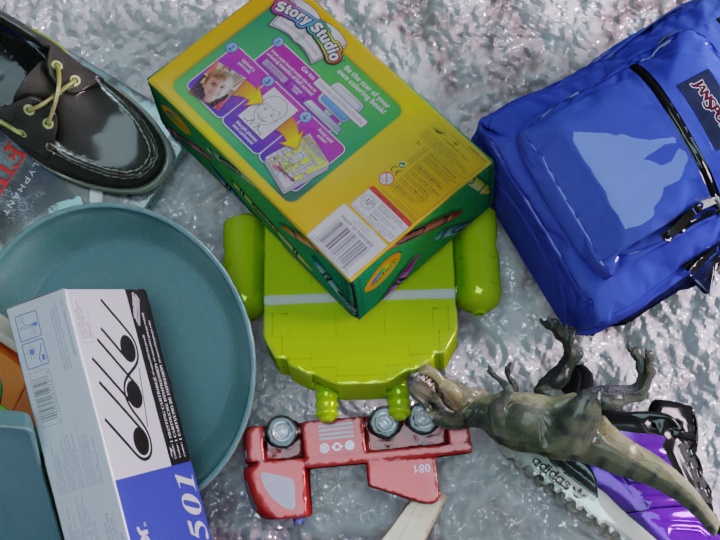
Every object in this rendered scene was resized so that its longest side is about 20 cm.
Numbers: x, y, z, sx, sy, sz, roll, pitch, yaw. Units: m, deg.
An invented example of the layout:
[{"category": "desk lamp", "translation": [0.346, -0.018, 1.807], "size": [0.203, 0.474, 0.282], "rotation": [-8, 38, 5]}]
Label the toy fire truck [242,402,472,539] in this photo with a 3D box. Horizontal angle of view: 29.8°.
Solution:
[{"category": "toy fire truck", "translation": [0.028, 0.157, 0.857], "size": [0.199, 0.049, 0.142], "rotation": [-6, 80, 1]}]

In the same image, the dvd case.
[{"category": "dvd case", "translation": [-0.230, -0.086, 0.920], "size": [0.199, 0.022, 0.146], "rotation": [32, 83, 5]}]

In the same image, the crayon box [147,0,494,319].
[{"category": "crayon box", "translation": [-0.026, -0.082, 0.856], "size": [0.119, 0.058, 0.200], "rotation": [-40, 69, -14]}]

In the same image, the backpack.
[{"category": "backpack", "translation": [0.192, -0.069, 0.832], "size": [0.199, 0.168, 0.163], "rotation": [-29, 87, -7]}]

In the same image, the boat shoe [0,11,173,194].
[{"category": "boat shoe", "translation": [-0.214, -0.116, 0.883], "size": [0.201, 0.061, 0.072], "rotation": [32, 83, 6]}]

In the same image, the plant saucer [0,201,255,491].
[{"category": "plant saucer", "translation": [-0.156, 0.056, 0.866], "size": [0.199, 0.036, 0.201], "rotation": [1, 94, 14]}]

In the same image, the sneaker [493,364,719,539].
[{"category": "sneaker", "translation": [0.190, 0.133, 0.845], "size": [0.200, 0.070, 0.100], "rotation": [38, 82, 7]}]

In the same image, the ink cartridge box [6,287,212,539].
[{"category": "ink cartridge box", "translation": [-0.139, 0.111, 0.789], "size": [0.044, 0.094, 0.201], "rotation": [-18, 83, 19]}]

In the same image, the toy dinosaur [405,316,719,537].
[{"category": "toy dinosaur", "translation": [0.131, 0.080, 0.814], "size": [0.199, 0.047, 0.089], "rotation": [20, 83, 13]}]

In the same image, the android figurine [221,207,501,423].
[{"category": "android figurine", "translation": [0.000, 0.000, 0.869], "size": [0.181, 0.041, 0.201], "rotation": [-4, 67, 1]}]

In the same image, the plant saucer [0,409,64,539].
[{"category": "plant saucer", "translation": [-0.212, 0.145, 0.809], "size": [0.069, 0.201, 0.019], "rotation": [5, 46, 4]}]

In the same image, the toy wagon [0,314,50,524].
[{"category": "toy wagon", "translation": [-0.233, 0.096, 0.849], "size": [0.200, 0.040, 0.156], "rotation": [33, 105, 13]}]
